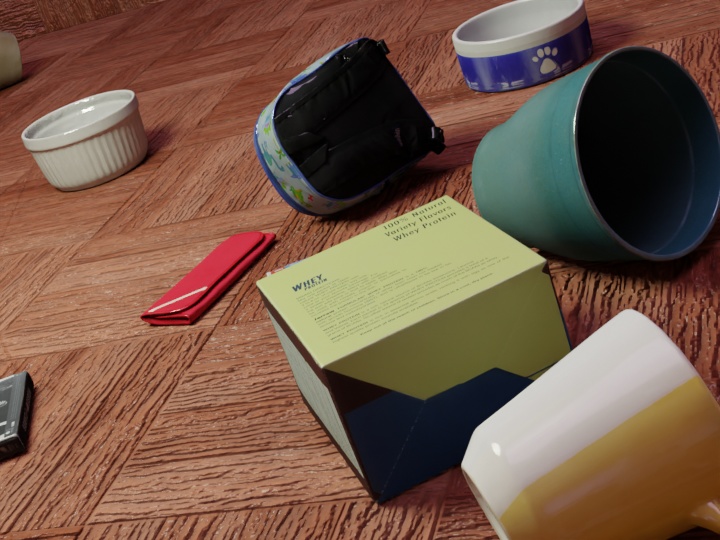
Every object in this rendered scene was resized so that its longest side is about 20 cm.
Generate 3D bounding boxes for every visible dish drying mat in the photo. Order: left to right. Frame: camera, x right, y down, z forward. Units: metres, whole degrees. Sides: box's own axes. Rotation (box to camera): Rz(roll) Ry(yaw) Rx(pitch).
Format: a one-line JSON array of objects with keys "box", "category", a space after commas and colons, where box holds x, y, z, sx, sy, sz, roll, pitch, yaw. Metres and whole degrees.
[{"box": [-0.179, 0.005, 1.449, 0.077, 0.018, 0.200, -4, 28, 32], "category": "dish drying mat"}]

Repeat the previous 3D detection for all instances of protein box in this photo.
[{"box": [0.046, 0.057, 1.026, 0.198, 0.135, 0.200, -25, 25, -11], "category": "protein box"}]

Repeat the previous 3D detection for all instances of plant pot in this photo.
[{"box": [-0.915, -0.505, 2.915, 0.173, 0.200, 0.200, -11, 19, -24], "category": "plant pot"}, {"box": [0.216, -0.097, 1.184, 0.200, 0.200, 0.188, -36, 14, -33], "category": "plant pot"}]

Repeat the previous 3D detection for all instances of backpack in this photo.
[{"box": [-0.032, -0.167, 1.524, 0.200, 0.183, 0.147, -37, 6, -28], "category": "backpack"}]

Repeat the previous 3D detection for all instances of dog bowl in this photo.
[{"box": [0.242, -0.341, 1.802, 0.200, 0.079, 0.200, -15, 24, 7], "category": "dog bowl"}]

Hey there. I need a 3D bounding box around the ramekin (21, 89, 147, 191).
[{"box": [-0.450, -0.213, 2.013, 0.200, 0.105, 0.200, -17, 24, 8], "category": "ramekin"}]

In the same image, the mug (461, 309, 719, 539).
[{"box": [0.157, 0.131, 0.786, 0.153, 0.150, 0.187, -29, 18, -4], "category": "mug"}]

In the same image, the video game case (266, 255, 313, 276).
[{"box": [0.000, 0.000, 1.328, 0.200, 0.017, 0.143, -20, 24, -3], "category": "video game case"}]

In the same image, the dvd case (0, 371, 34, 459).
[{"box": [-0.444, 0.179, 1.267, 0.200, 0.025, 0.150, -21, 24, -3], "category": "dvd case"}]
